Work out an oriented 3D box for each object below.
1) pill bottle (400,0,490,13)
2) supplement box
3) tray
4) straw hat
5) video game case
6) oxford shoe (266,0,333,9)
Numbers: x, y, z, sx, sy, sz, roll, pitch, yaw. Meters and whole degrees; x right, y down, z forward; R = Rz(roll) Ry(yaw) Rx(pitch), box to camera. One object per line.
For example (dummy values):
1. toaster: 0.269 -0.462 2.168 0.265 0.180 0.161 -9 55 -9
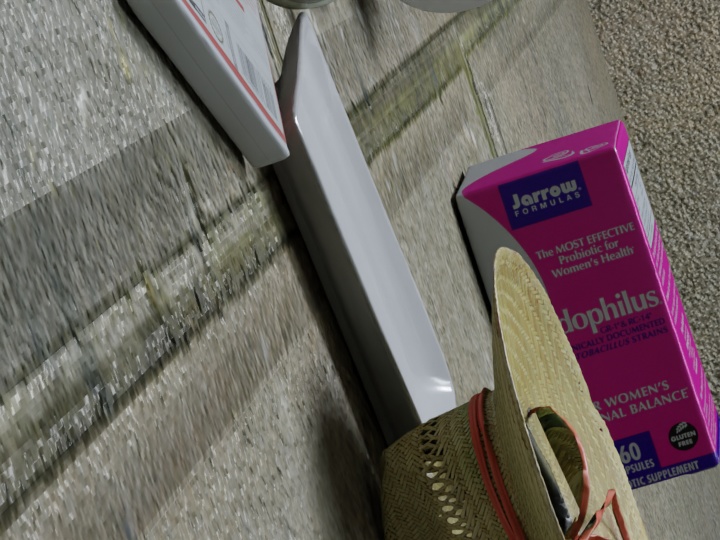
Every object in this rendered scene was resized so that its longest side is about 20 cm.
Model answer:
1. pill bottle: 0.042 -0.231 1.531 0.200 0.112 0.112 -94 163 -51
2. supplement box: 0.136 0.025 1.646 0.103 0.101 0.201 -56 128 -76
3. tray: 0.000 0.000 1.174 0.107 0.022 0.200 -90 160 -62
4. straw hat: 0.054 0.098 1.117 0.201 0.085 0.202 -20 90 -77
5. video game case: -0.072 -0.155 1.049 0.143 0.017 0.201 53 22 -62
6. oxford shoe: -0.035 -0.210 1.171 0.058 0.075 0.201 128 -48 -70
